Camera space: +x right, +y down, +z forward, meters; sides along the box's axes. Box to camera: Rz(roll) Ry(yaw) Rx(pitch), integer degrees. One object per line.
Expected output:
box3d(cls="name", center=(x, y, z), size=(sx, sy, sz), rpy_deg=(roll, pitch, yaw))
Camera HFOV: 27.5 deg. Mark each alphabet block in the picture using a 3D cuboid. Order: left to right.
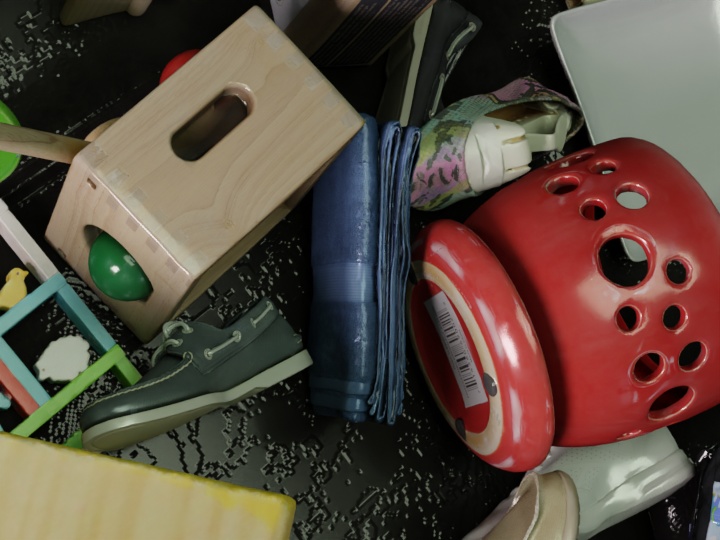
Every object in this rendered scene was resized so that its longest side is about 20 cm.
box3d(cls="alphabet block", center=(-0.170, 0.200, 0.821), size=(0.195, 0.195, 0.201), rpy_deg=(16, 79, -22))

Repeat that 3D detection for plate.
box3d(cls="plate", center=(0.251, -0.128, 1.175), size=(0.199, 0.032, 0.201), rpy_deg=(-21, 92, -26))

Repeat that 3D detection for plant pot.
box3d(cls="plant pot", center=(0.136, 0.029, 1.011), size=(0.181, 0.200, 0.202), rpy_deg=(-20, 86, -16))

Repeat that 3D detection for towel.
box3d(cls="towel", center=(0.000, 0.000, 0.984), size=(0.048, 0.112, 0.202), rpy_deg=(1, 89, -19))

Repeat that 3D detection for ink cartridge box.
box3d(cls="ink cartridge box", center=(-0.017, -0.260, 1.024), size=(0.075, 0.165, 0.201), rpy_deg=(-9, 81, -23))

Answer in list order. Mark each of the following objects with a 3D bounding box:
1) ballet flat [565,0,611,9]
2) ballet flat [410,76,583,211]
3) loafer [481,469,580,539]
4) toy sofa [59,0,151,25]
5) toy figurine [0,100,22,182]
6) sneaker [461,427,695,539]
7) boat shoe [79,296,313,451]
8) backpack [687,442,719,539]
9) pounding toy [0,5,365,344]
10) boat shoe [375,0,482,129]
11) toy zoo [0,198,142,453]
box3d(cls="ballet flat", center=(0.144, -0.291, 1.161), size=(0.069, 0.069, 0.201), rpy_deg=(-30, 91, -26))
box3d(cls="ballet flat", center=(0.102, -0.093, 1.053), size=(0.200, 0.071, 0.070), rpy_deg=(-31, 124, -50))
box3d(cls="loafer", center=(0.075, 0.211, 0.941), size=(0.068, 0.076, 0.201), rpy_deg=(30, 78, -7))
box3d(cls="toy sofa", center=(-0.183, -0.278, 1.002), size=(0.097, 0.083, 0.201), rpy_deg=(-18, 85, -25))
box3d(cls="toy figurine", center=(-0.304, -0.159, 0.919), size=(0.198, 0.150, 0.185), rpy_deg=(-2, 63, 1))
box3d(cls="sneaker", center=(0.140, 0.153, 1.058), size=(0.199, 0.075, 0.089), rpy_deg=(-20, 69, -27))
box3d(cls="boat shoe", center=(-0.109, 0.063, 0.934), size=(0.200, 0.073, 0.062), rpy_deg=(-18, 82, -53))
box3d(cls="backpack", center=(0.290, 0.240, 1.050), size=(0.153, 0.163, 0.201), rpy_deg=(18, 81, 22))
box3d(cls="pounding toy", center=(-0.126, -0.062, 0.917), size=(0.142, 0.184, 0.200), rpy_deg=(46, 65, 0))
box3d(cls="boat shoe", center=(0.047, -0.113, 1.070), size=(0.062, 0.073, 0.201), rpy_deg=(19, 67, -16))
box3d(cls="toy zoo", center=(-0.238, 0.047, 0.936), size=(0.131, 0.020, 0.200), rpy_deg=(-41, 96, -26))
